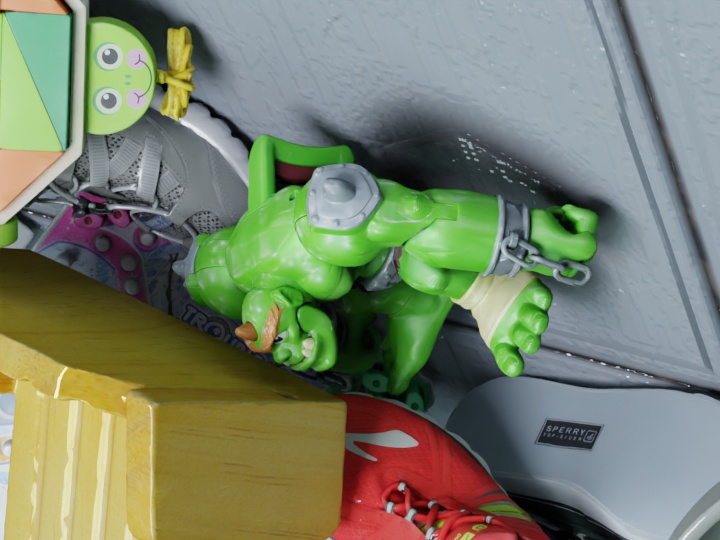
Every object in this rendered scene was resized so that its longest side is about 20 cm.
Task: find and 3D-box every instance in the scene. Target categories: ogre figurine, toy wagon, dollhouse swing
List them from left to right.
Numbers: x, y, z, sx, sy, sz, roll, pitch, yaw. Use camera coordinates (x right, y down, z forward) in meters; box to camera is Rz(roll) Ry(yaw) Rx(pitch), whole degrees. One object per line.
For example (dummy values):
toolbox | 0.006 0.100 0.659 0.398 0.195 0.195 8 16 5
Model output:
toy wagon | -0.168 -0.087 1.135 0.199 0.156 0.040 3 -165 -2
dollhouse swing | -0.131 0.102 1.175 0.199 0.177 0.181 24 -168 34
ogre figurine | 0.000 0.000 1.156 0.119 0.099 0.200 19 176 -26

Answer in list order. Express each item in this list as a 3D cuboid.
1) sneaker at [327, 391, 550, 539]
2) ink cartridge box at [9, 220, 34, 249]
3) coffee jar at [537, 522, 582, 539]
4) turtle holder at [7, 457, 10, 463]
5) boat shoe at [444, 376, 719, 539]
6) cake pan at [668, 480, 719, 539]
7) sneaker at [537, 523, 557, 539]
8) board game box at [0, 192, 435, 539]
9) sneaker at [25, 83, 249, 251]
sneaker | 0.045 0.117 1.167 0.200 0.077 0.085 38 171 13
ink cartridge box | -0.281 0.022 1.367 0.144 0.200 0.085 37 150 -7
coffee jar | 0.157 0.168 1.263 0.199 0.086 0.104 10 -170 36
turtle holder | -0.138 0.107 1.398 0.131 0.186 0.141 21 120 -27
boat shoe | 0.123 0.099 1.218 0.199 0.074 0.068 4 149 47
cake pan | 0.205 0.150 1.128 0.200 0.200 0.037 43 -166 -22
sneaker | -0.006 0.130 1.257 0.199 0.083 0.070 -15 165 13
board game box | -0.099 0.078 1.305 0.200 0.200 0.026 36 -167 -9
sneaker | -0.122 -0.050 1.209 0.200 0.082 0.075 38 153 -13
